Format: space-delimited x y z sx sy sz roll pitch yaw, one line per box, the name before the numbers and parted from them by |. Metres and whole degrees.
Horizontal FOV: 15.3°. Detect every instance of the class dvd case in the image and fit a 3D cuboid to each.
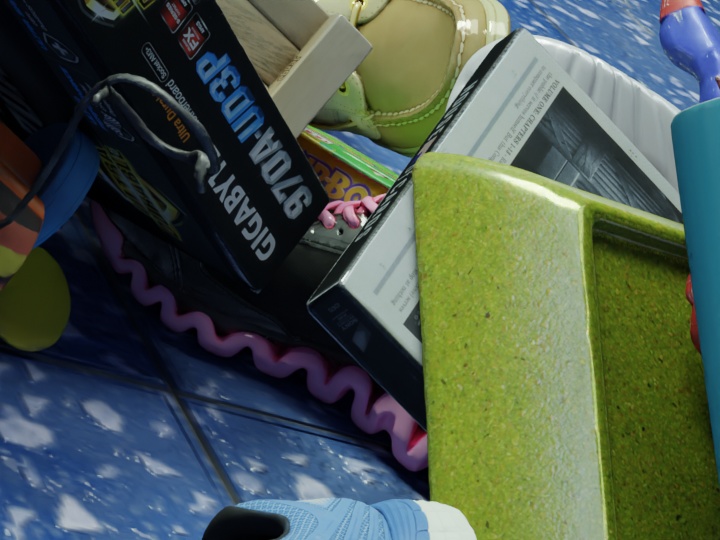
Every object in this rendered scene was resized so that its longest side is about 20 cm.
dvd case | 0.087 0.034 0.904 0.200 0.025 0.151 45 46 -10

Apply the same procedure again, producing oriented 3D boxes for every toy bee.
toy bee | -0.138 -0.023 0.827 0.131 0.109 0.200 40 -13 -8

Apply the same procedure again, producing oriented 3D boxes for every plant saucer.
plant saucer | 0.113 0.064 0.858 0.199 0.048 0.201 16 58 -32

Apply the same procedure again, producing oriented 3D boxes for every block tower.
block tower | -0.065 -0.084 1.005 0.058 0.054 0.200 43 -11 -21

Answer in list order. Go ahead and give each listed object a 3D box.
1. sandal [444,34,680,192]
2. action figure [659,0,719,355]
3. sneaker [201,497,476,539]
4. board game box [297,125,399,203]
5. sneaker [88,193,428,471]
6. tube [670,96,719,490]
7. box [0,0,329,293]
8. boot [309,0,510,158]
sandal | 0.119 -0.010 0.999 0.206 0.079 0.059 30 -8 -4
action figure | 0.130 -0.032 0.860 0.065 0.052 0.201 16 60 -36
sneaker | -0.003 0.120 0.700 0.089 0.079 0.200 10 18 -18
board game box | 0.011 -0.027 1.063 0.095 0.030 0.200 31 0 5
sneaker | 0.000 0.000 0.955 0.199 0.096 0.079 30 22 4
tube | 0.126 0.050 0.780 0.077 0.050 0.201 9 71 -48
box | -0.108 -0.088 0.866 0.159 0.046 0.200 29 -17 31
boot | -0.040 -0.106 1.137 0.155 0.073 0.200 17 0 -28
